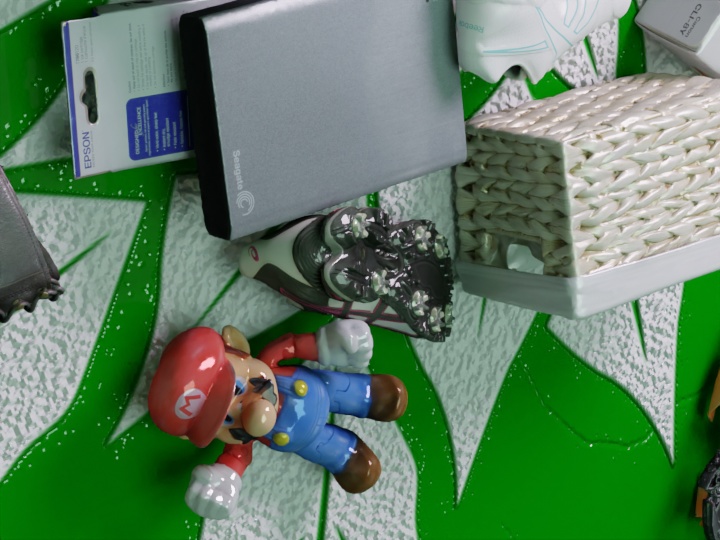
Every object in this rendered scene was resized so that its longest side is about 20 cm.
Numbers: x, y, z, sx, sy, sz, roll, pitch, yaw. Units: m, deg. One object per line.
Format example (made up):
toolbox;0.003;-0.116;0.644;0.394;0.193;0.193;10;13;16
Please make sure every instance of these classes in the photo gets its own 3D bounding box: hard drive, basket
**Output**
hard drive;-0.021;-0.112;1.412;0.199;0.033;0.140;-20;112;-36
basket;0.174;-0.058;1.553;0.199;0.135;0.124;-18;109;-33

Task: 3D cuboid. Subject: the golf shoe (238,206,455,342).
golf shoe;0.000;0.000;1.481;0.200;0.088;0.078;27;63;-59

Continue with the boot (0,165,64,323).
boot;-0.248;0.040;1.304;0.174;0.069;0.201;-27;113;-29

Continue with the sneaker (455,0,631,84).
sneaker;0.118;-0.170;1.511;0.200;0.070;0.081;-13;116;-54

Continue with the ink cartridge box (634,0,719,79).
ink cartridge box;0.320;-0.186;1.650;0.200;0.083;0.145;31;94;-37

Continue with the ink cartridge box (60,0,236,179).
ink cartridge box;-0.104;-0.122;1.392;0.199;0.039;0.100;-12;108;-36

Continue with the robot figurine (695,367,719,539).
robot figurine;0.321;0.128;1.751;0.145;0.058;0.201;13;92;-37

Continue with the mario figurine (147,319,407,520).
mario figurine;-0.048;0.096;1.437;0.200;0.106;0.124;16;61;-44
